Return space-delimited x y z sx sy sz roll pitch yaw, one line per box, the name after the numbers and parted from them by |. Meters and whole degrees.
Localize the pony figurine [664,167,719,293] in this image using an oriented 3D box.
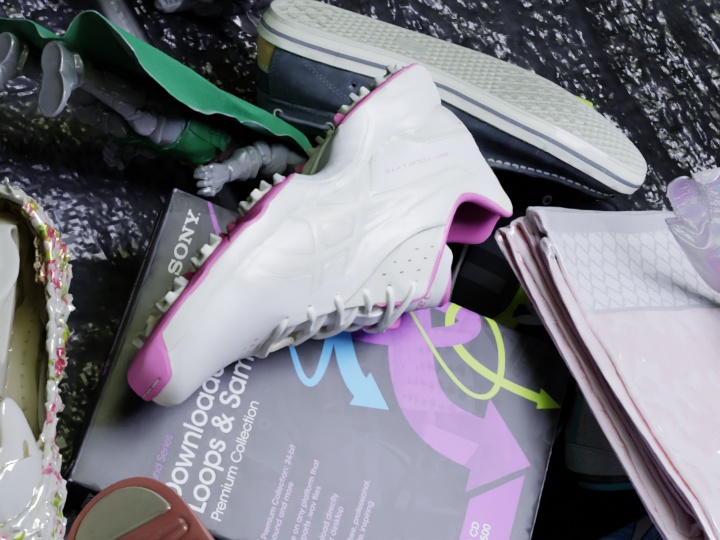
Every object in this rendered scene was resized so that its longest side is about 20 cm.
0.241 0.013 0.823 0.193 0.165 0.201 59 10 -50 | pony figurine

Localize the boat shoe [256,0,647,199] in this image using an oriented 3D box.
0.040 -0.071 0.884 0.198 0.063 0.075 19 22 4 | boat shoe

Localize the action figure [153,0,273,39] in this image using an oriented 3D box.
-0.101 -0.191 0.907 0.119 0.101 0.201 -98 168 -63 | action figure

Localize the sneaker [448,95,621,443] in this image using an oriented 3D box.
0.087 -0.008 0.907 0.071 0.083 0.201 21 50 -17 | sneaker

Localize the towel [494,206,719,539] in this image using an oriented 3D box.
0.173 0.050 0.847 0.199 0.032 0.192 0 54 -45 | towel

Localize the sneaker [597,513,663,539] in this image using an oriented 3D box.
0.137 0.137 0.831 0.199 0.090 0.079 -26 75 -42 | sneaker

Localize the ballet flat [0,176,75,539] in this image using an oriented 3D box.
-0.151 0.049 0.727 0.075 0.064 0.201 -3 55 -5 | ballet flat

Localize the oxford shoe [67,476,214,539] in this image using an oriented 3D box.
-0.039 0.162 0.681 0.070 0.074 0.200 -34 52 -1 | oxford shoe

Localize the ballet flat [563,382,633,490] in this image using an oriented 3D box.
0.186 0.073 0.913 0.199 0.067 0.063 1 89 -35 | ballet flat

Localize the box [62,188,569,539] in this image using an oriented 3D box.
-0.015 0.066 0.793 0.198 0.036 0.144 21 63 -9 | box

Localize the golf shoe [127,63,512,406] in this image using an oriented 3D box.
-0.011 -0.003 0.764 0.092 0.075 0.200 45 61 0 | golf shoe

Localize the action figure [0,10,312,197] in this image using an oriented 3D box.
-0.083 -0.065 0.825 0.199 0.117 0.055 19 88 -54 | action figure
